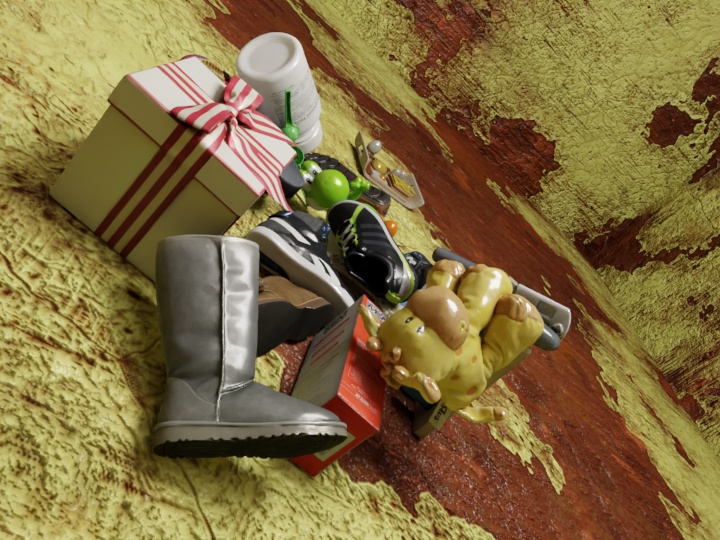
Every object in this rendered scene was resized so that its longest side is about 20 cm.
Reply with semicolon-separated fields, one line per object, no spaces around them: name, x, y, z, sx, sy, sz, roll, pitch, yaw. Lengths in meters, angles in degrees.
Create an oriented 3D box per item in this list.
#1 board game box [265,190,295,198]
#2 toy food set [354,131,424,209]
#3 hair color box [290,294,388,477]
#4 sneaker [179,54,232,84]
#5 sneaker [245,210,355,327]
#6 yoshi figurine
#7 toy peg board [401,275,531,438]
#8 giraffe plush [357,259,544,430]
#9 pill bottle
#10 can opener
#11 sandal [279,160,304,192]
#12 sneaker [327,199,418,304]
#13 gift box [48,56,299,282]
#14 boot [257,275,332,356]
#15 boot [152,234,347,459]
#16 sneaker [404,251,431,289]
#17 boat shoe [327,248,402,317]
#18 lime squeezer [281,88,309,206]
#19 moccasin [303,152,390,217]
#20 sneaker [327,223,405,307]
board game box;-0.192;-0.188;0.921;0.200;0.034;0.135;6;47;-58
toy food set;0.072;-0.248;1.434;0.200;0.060;0.144;31;28;-32
hair color box;-0.022;0.120;0.655;0.061;0.101;0.200;43;25;-13
sneaker;-0.260;-0.305;0.938;0.090;0.075;0.200;31;6;8
sneaker;-0.052;-0.009;0.804;0.200;0.073;0.112;44;43;-5
yoshi figurine;-0.025;-0.099;0.962;0.200;0.112;0.113;41;44;-31
toy peg board;0.123;0.094;0.824;0.098;0.200;0.199;39;25;-9
giraffe plush;0.080;0.074;0.633;0.172;0.200;0.162;12;-7;39
pill bottle;-0.131;-0.299;1.020;0.200;0.114;0.114;70;-6;-59
can opener;0.165;0.029;0.722;0.200;0.053;0.066;32;11;32
sandal;-0.133;-0.169;0.910;0.076;0.043;0.200;43;12;-32
sneaker;0.006;-0.033;0.829;0.083;0.072;0.200;1;41;-51
gift box;-0.176;-0.110;0.642;0.200;0.187;0.185;39;25;-16
boot;-0.111;0.046;0.679;0.075;0.074;0.200;38;14;18
boot;-0.104;0.066;0.541;0.182;0.073;0.200;10;52;-23
sneaker;0.103;0.013;1.034;0.112;0.073;0.200;50;3;15
boat shoe;-0.004;0.049;0.845;0.200;0.073;0.063;46;27;25
lime squeezer;-0.118;-0.212;0.994;0.071;0.038;0.200;-101;-177;-61
moccasin;-0.038;-0.152;1.086;0.201;0.078;0.074;31;39;7
sneaker;0.000;0.000;0.922;0.200;0.072;0.073;40;37;-6
